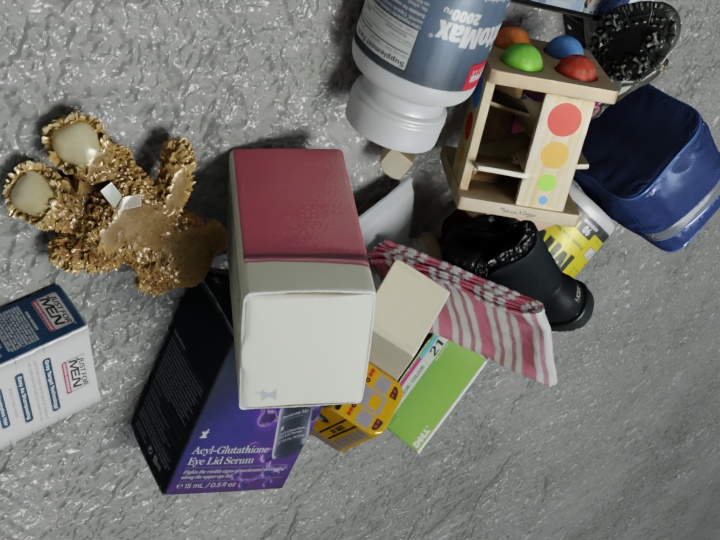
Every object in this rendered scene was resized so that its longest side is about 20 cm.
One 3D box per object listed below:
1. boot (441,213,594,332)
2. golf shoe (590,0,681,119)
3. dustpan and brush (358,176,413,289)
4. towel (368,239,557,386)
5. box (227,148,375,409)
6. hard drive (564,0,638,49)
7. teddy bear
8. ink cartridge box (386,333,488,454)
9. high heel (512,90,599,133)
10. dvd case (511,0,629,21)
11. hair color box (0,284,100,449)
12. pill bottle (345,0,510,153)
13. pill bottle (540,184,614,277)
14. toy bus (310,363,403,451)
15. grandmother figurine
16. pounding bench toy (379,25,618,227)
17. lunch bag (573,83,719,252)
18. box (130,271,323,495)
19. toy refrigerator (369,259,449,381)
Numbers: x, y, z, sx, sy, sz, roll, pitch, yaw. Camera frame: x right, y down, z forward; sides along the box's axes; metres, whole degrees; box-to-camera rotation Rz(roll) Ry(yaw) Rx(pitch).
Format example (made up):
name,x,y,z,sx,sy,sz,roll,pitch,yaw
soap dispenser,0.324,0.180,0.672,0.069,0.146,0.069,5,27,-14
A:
name,x,y,z,sx,sy,sz,roll,pitch,yaw
boot,0.128,0.006,1.155,0.168,0.197,0.078,40,56,-43
golf shoe,0.283,-0.231,1.135,0.094,0.079,0.200,-30,177,-20
dustpan and brush,0.000,0.000,1.180,0.139,0.057,0.202,-38,141,-29
towel,0.107,0.047,1.120,0.030,0.198,0.147,-55,149,-20
box,-0.057,0.002,0.953,0.107,0.202,0.129,-1,131,-10
hard drive,0.262,-0.337,1.116,0.139,0.038,0.201,-38,145,-12
teddy bear,-0.199,-0.054,0.901,0.198,0.067,0.147,13,107,-45
ink cartridge box,0.082,0.143,1.315,0.149,0.075,0.200,-54,174,13
high heel,0.180,-0.123,1.196,0.067,0.096,0.202,4,122,-49
dvd case,0.222,-0.312,1.048,0.198,0.018,0.144,-4,129,-46
hair color box,-0.323,0.102,0.918,0.198,0.061,0.101,-25,142,-27
pill bottle,0.059,-0.211,0.953,0.118,0.120,0.202,-10,133,-40
pill bottle,0.199,-0.013,1.316,0.201,0.114,0.114,-51,146,7
toy bus,-0.022,0.148,1.197,0.066,0.078,0.200,-60,-175,-20
grandmother figurine,0.132,-0.042,1.220,0.197,0.061,0.122,-20,129,2
pounding bench toy,0.126,-0.154,1.067,0.196,0.125,0.158,8,118,-8
lunch bag,0.325,-0.123,1.273,0.136,0.200,0.132,-45,128,4
box,-0.120,0.113,1.095,0.146,0.105,0.202,4,123,-38
toy refrigerator,0.028,0.063,1.130,0.077,0.069,0.200,-58,176,-18
